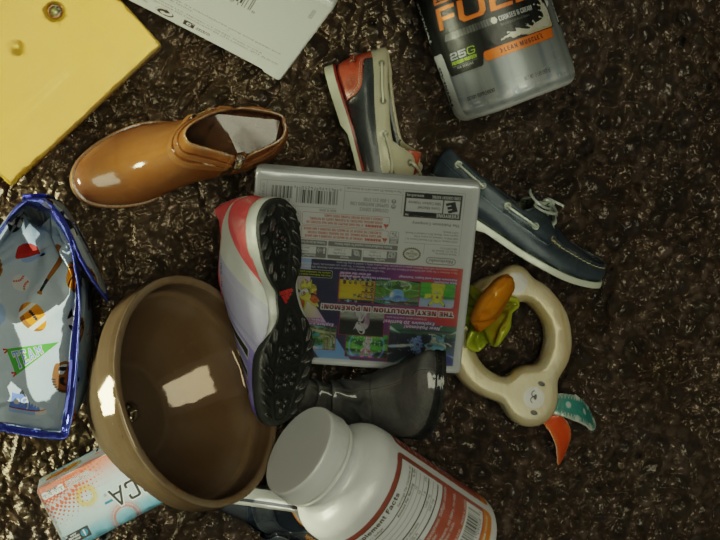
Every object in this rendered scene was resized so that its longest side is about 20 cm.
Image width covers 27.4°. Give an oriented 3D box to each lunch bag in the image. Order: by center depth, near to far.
[{"bbox_3d":[-0.281,0.034,1.283,0.123,0.170,0.201,5,91,-9],"label":"lunch bag"}]

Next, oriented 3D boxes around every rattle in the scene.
[{"bbox_3d":[0.172,0.093,1.392,0.130,0.143,0.201,-26,91,-27],"label":"rattle"}]

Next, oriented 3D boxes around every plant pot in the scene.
[{"bbox_3d":[-0.169,0.111,1.267,0.092,0.201,0.202,-17,98,33],"label":"plant pot"}]

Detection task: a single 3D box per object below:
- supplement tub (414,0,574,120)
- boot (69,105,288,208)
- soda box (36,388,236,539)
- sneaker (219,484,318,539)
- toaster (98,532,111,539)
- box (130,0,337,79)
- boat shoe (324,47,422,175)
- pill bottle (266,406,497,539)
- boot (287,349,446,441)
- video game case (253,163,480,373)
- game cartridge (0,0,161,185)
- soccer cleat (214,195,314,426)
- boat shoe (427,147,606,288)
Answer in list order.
[{"bbox_3d":[0.113,-0.250,1.368,0.122,0.123,0.201,-21,96,-9],"label":"supplement tub"},{"bbox_3d":[-0.161,-0.107,1.306,0.199,0.155,0.074,-19,95,-10],"label":"boot"},{"bbox_3d":[-0.194,0.179,1.361,0.199,0.064,0.069,-27,96,-7],"label":"soda box"},{"bbox_3d":[-0.046,0.247,1.384,0.199,0.078,0.080,13,85,-13],"label":"sneaker"},{"bbox_3d":[-0.270,0.338,1.321,0.113,0.129,0.200,36,86,-11],"label":"toaster"},{"bbox_3d":[-0.109,-0.290,1.274,0.198,0.200,0.131,27,73,-10],"label":"box"},{"bbox_3d":[0.025,-0.107,1.380,0.062,0.071,0.201,-18,89,6],"label":"boat shoe"},{"bbox_3d":[0.017,0.205,1.305,0.200,0.112,0.112,37,86,-27],"label":"pill bottle"},{"bbox_3d":[-0.008,0.114,1.329,0.131,0.200,0.070,13,62,-14],"label":"boot"},{"bbox_3d":[0.000,0.000,1.328,0.199,0.023,0.183,4,110,-3],"label":"video game case"},{"bbox_3d":[-0.312,-0.202,1.339,0.200,0.032,0.176,-43,99,-4],"label":"game cartridge"},{"bbox_3d":[-0.089,0.034,1.287,0.068,0.073,0.201,-14,105,-47],"label":"soccer cleat"},{"bbox_3d":[0.154,-0.049,1.413,0.199,0.075,0.062,29,99,-2],"label":"boat shoe"}]
